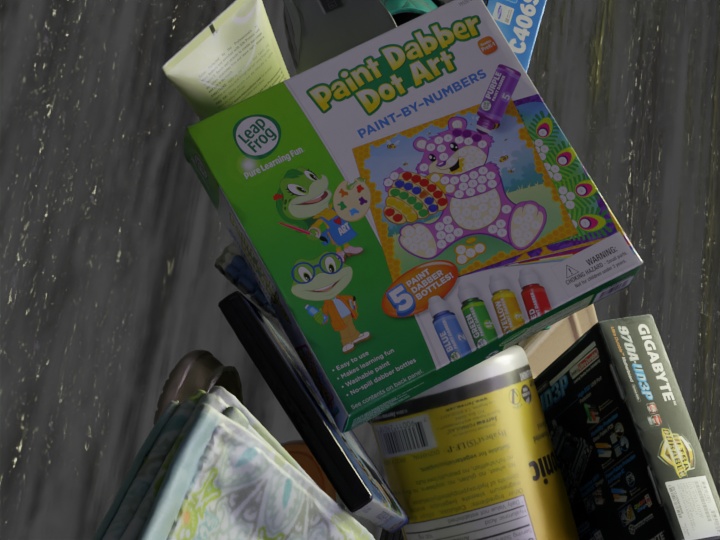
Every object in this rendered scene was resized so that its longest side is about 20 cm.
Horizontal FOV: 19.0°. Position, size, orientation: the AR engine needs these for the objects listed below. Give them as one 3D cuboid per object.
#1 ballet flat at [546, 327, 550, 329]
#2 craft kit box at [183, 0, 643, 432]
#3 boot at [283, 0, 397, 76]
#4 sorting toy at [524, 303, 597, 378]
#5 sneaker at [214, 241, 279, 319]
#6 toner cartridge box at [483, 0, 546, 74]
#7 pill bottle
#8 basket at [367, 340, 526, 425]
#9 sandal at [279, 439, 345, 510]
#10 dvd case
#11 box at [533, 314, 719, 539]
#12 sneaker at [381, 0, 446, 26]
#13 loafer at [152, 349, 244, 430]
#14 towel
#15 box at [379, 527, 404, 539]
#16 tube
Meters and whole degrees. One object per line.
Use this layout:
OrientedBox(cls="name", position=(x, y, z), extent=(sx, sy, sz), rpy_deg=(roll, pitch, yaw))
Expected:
OrientedBox(cls="ballet flat", position=(0.062, 0.020, 1.355), extent=(0.200, 0.069, 0.071), rpy_deg=(-15, 93, -55))
OrientedBox(cls="craft kit box", position=(0.029, -0.037, 1.256), extent=(0.198, 0.200, 0.049), rpy_deg=(59, -14, 16))
OrientedBox(cls="boot", position=(-0.006, -0.135, 1.388), extent=(0.096, 0.074, 0.200), rpy_deg=(69, 5, -50))
OrientedBox(cls="sorting toy", position=(0.120, 0.105, 1.687), extent=(0.185, 0.036, 0.200), rpy_deg=(-45, 155, -12))
OrientedBox(cls="sneaker", position=(0.000, 0.000, 1.353), extent=(0.085, 0.077, 0.200), rpy_deg=(-54, 148, 9))
OrientedBox(cls="toner cartridge box", position=(0.075, -0.131, 1.554), extent=(0.200, 0.043, 0.095), rpy_deg=(130, -23, -68))
OrientedBox(cls="pill bottle", position=(0.080, 0.156, 1.397), extent=(0.111, 0.111, 0.200), rpy_deg=(-15, 89, -70))
OrientedBox(cls="basket", position=(0.066, 0.016, 1.559), extent=(0.200, 0.136, 0.180), rpy_deg=(-41, 124, -70))
OrientedBox(cls="sandal", position=(-0.046, 0.202, 1.307), extent=(0.059, 0.079, 0.207), rpy_deg=(34, 48, -65))
OrientedBox(cls="dvd case", position=(-0.025, 0.089, 1.287), extent=(0.143, 0.018, 0.200), rpy_deg=(56, 1, 13))
OrientedBox(cls="box", position=(0.154, 0.144, 1.434), extent=(0.200, 0.046, 0.159), rpy_deg=(-50, -128, 53))
OrientedBox(cls="sneaker", position=(0.022, -0.203, 1.501), extent=(0.121, 0.084, 0.200), rpy_deg=(-112, -166, -74))
OrientedBox(cls="loafer", position=(-0.073, 0.144, 1.235), extent=(0.076, 0.068, 0.200), rpy_deg=(-18, 105, -70))
OrientedBox(cls="towel", position=(-0.079, 0.185, 1.137), extent=(0.171, 0.048, 0.200), rpy_deg=(48, 59, -39))
OrientedBox(cls="box", position=(0.059, 0.221, 1.462), extent=(0.110, 0.035, 0.200), rpy_deg=(41, 37, -21))
OrientedBox(cls="tube", position=(-0.059, -0.086, 1.329), extent=(0.200, 0.052, 0.058), rpy_deg=(63, 26, -50))
